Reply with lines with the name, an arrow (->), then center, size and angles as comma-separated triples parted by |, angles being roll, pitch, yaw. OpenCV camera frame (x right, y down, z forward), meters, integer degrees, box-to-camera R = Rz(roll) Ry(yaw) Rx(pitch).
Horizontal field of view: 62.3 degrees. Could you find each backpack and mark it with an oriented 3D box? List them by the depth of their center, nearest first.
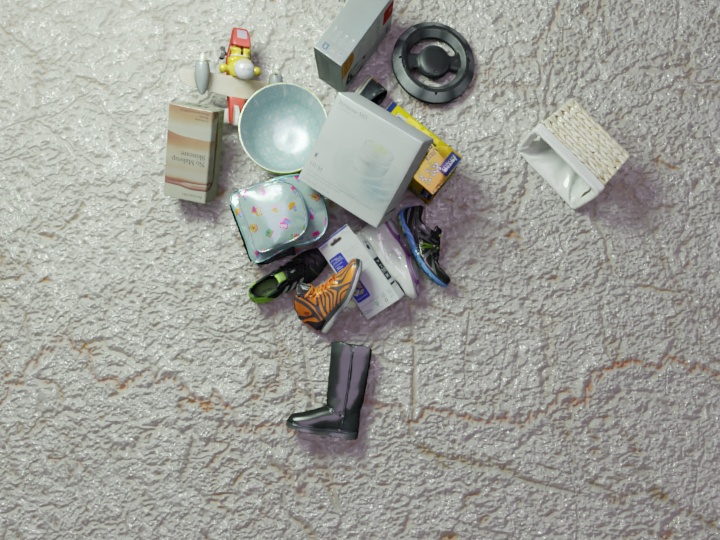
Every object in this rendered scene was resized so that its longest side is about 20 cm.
backpack -> -0.170, -0.120, 1.302 | 0.199, 0.153, 0.177 | -20, 88, -13

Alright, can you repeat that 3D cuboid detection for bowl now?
bowl -> -0.167, -0.305, 1.340 | 0.198, 0.108, 0.202 | 0, 85, -2

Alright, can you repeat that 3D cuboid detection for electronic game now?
electronic game -> 0.171, -0.486, 1.395 | 0.198, 0.042, 0.202 | 1, 82, -8

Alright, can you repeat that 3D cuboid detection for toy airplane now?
toy airplane -> -0.274, -0.422, 1.337 | 0.200, 0.141, 0.199 | -44, 105, -18

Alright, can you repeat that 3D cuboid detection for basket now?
basket -> 0.473, -0.259, 1.327 | 0.123, 0.136, 0.200 | -42, 85, -8

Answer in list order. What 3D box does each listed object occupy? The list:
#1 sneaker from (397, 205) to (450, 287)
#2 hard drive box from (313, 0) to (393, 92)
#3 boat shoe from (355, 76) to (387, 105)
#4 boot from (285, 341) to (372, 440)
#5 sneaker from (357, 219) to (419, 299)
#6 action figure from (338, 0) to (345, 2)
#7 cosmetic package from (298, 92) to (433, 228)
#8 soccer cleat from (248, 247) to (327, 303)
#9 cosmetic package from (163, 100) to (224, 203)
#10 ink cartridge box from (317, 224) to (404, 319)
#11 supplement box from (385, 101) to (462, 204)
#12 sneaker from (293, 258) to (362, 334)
sneaker -> 0.153, -0.057, 1.334 | 0.082, 0.071, 0.201 | -25, 82, 4
hard drive box -> -0.014, -0.524, 1.342 | 0.077, 0.156, 0.201 | 34, 86, 3
boat shoe -> -0.006, -0.353, 1.366 | 0.062, 0.075, 0.201 | 31, 80, 9
boot -> -0.067, 0.254, 1.303 | 0.163, 0.066, 0.202 | 10, 87, -8
sneaker -> 0.066, -0.021, 1.342 | 0.099, 0.075, 0.201 | -29, 86, 20
action figure -> 0.030, -0.699, 1.383 | 0.199, 0.119, 0.103 | -29, 118, -9
cosmetic package -> 0.012, -0.231, 1.234 | 0.199, 0.123, 0.201 | 32, 111, 7
soccer cleat -> -0.158, 0.013, 1.321 | 0.199, 0.081, 0.068 | -31, 85, -6
cosmetic package -> -0.366, -0.260, 1.309 | 0.102, 0.087, 0.202 | 10, 110, 2
ink cartridge box -> 0.000, 0.000, 1.315 | 0.099, 0.039, 0.201 | -33, 93, 29
supplement box -> 0.113, -0.260, 1.337 | 0.200, 0.109, 0.110 | 39, 85, 4
sneaker -> -0.079, 0.043, 1.281 | 0.111, 0.078, 0.201 | 27, 114, -9
